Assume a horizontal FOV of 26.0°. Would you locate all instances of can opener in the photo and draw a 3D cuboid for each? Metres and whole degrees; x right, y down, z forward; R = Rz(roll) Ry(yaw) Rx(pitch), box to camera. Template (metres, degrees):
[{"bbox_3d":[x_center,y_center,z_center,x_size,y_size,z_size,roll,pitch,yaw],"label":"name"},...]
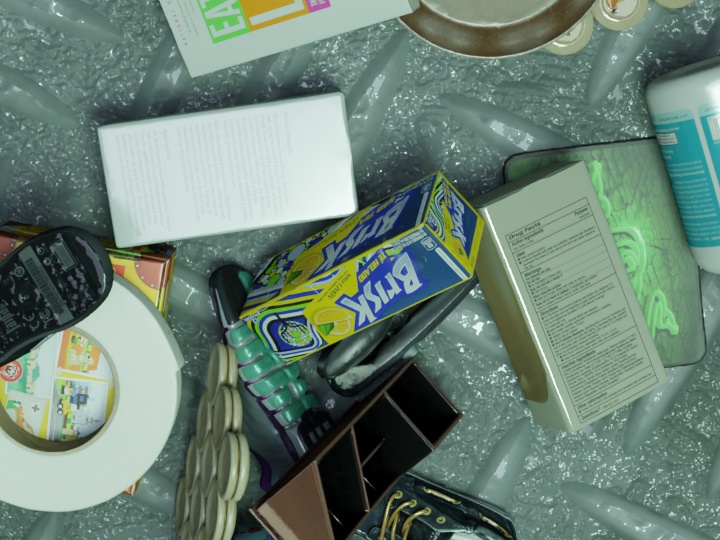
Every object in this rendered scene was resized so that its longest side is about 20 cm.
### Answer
[{"bbox_3d":[0.046,0.031,1.307,0.200,0.079,0.063,-39,106,-9],"label":"can opener"}]

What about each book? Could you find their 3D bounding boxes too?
[{"bbox_3d":[-0.066,-0.243,1.237,0.199,0.048,0.134,-14,105,23],"label":"book"}]

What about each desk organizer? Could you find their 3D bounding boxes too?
[{"bbox_3d":[0.002,0.151,1.237,0.072,0.200,0.077,48,122,1],"label":"desk organizer"}]

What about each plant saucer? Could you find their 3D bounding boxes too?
[{"bbox_3d":[0.105,-0.266,1.238,0.199,0.035,0.201,1,119,1],"label":"plant saucer"}]

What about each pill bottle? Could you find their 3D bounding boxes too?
[{"bbox_3d":[0.309,-0.073,1.270,0.110,0.111,0.201,-17,99,1],"label":"pill bottle"}]

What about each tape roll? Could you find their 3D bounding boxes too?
[{"bbox_3d":[-0.242,0.091,1.240,0.202,0.037,0.204,0,98,0],"label":"tape roll"}]

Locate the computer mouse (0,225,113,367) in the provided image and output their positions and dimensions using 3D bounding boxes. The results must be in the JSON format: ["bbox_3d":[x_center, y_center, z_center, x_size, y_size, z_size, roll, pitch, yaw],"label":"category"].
[{"bbox_3d":[-0.290,0.010,1.192,0.200,0.046,0.141,-36,92,9],"label":"computer mouse"}]

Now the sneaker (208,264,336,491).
[{"bbox_3d":[-0.094,0.098,1.310,0.087,0.074,0.201,-28,85,31],"label":"sneaker"}]

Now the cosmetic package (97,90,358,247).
[{"bbox_3d":[-0.106,-0.084,1.278,0.199,0.071,0.102,-7,98,0],"label":"cosmetic package"}]

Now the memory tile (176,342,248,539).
[{"bbox_3d":[-0.119,0.174,1.244,0.017,0.154,0.200,6,126,-16],"label":"memory tile"}]

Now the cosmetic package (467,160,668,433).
[{"bbox_3d":[0.163,0.020,1.281,0.105,0.071,0.201,-24,98,-18],"label":"cosmetic package"}]

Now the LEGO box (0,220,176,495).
[{"bbox_3d":[-0.242,0.071,1.295,0.148,0.077,0.201,10,98,-3],"label":"LEGO box"}]

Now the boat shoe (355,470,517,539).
[{"bbox_3d":[0.042,0.210,1.315,0.200,0.091,0.071,16,98,-4],"label":"boat shoe"}]

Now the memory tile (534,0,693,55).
[{"bbox_3d":[0.215,-0.278,1.285,0.199,0.017,0.154,-24,99,2],"label":"memory tile"}]

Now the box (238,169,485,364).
[{"bbox_3d":[0.000,0.000,1.242,0.200,0.070,0.064,-27,120,35],"label":"box"}]

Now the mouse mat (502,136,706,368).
[{"bbox_3d":[0.209,-0.009,1.330,0.160,0.008,0.201,-7,100,0],"label":"mouse mat"}]

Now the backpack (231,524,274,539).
[{"bbox_3d":[-0.028,0.290,1.283,0.134,0.183,0.201,-25,94,3],"label":"backpack"}]
